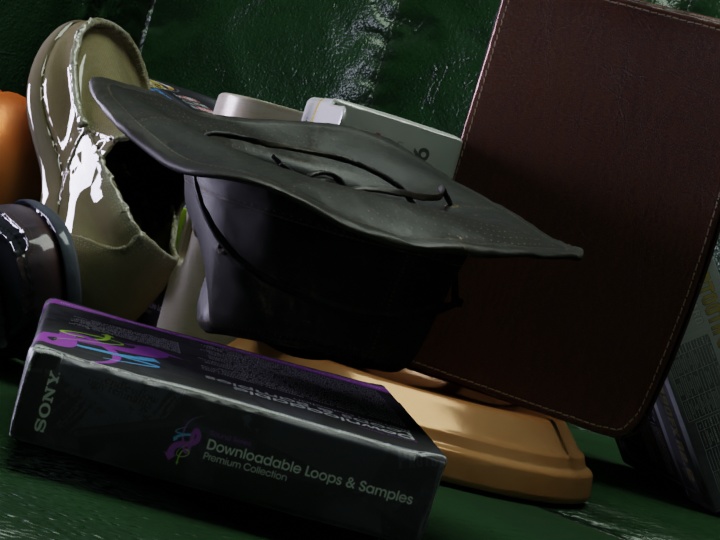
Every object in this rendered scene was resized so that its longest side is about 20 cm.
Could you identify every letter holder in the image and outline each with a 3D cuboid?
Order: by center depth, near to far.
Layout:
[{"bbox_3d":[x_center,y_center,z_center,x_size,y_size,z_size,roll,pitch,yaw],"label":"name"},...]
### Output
[{"bbox_3d":[0.124,-0.027,1.209,0.142,0.200,0.101,18,2,30],"label":"letter holder"}]

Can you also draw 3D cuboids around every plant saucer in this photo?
[{"bbox_3d":[0.018,0.066,1.200,0.200,0.038,0.200,15,2,-1],"label":"plant saucer"}]

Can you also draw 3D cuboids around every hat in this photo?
[{"bbox_3d":[-0.019,-0.006,0.931,0.200,0.081,0.201,16,11,-3],"label":"hat"}]

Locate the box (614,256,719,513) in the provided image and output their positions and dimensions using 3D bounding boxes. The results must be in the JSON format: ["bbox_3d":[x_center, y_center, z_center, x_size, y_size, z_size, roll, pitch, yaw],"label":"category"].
[{"bbox_3d":[0.159,0.022,1.379,0.048,0.200,0.158,-22,9,-10],"label":"box"}]

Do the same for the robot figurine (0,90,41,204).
[{"bbox_3d":[-0.237,-0.051,1.304,0.200,0.117,0.144,18,-11,18],"label":"robot figurine"}]

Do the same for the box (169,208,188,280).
[{"bbox_3d":[-0.089,-0.015,1.423,0.200,0.048,0.122,14,2,-29],"label":"box"}]

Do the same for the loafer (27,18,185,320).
[{"bbox_3d":[-0.118,-0.052,1.234,0.067,0.200,0.076,-27,-42,23],"label":"loafer"}]

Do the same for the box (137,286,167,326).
[{"bbox_3d":[-0.057,0.034,1.493,0.200,0.036,0.143,16,1,-38],"label":"box"}]

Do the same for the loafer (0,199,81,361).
[{"bbox_3d":[-0.180,0.005,1.105,0.063,0.072,0.200,-7,6,-25],"label":"loafer"}]

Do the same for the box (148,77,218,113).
[{"bbox_3d":[-0.075,-0.071,1.524,0.198,0.050,0.200,14,9,-22],"label":"box"}]

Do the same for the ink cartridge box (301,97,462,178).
[{"bbox_3d":[-0.004,-0.019,1.198,0.067,0.117,0.200,16,3,-5],"label":"ink cartridge box"}]

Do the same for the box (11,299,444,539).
[{"bbox_3d":[-0.053,0.051,0.910,0.143,0.036,0.200,15,1,-6],"label":"box"}]

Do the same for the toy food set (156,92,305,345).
[{"bbox_3d":[0.000,0.000,1.335,0.200,0.144,0.060,16,-1,2],"label":"toy food set"}]
